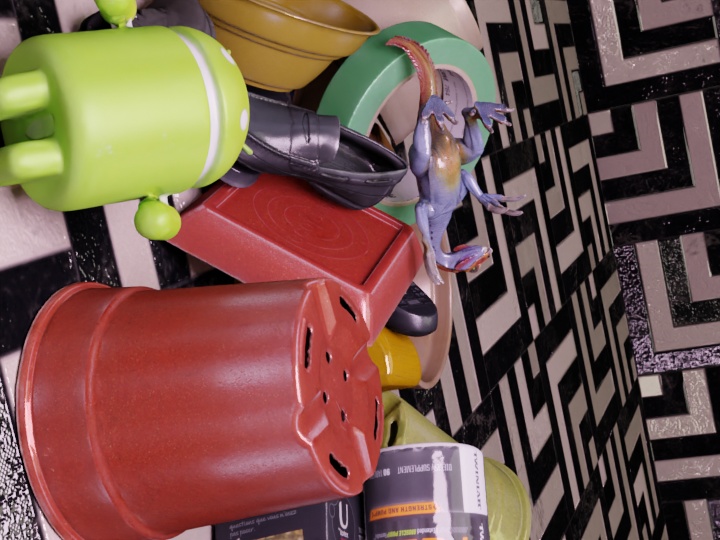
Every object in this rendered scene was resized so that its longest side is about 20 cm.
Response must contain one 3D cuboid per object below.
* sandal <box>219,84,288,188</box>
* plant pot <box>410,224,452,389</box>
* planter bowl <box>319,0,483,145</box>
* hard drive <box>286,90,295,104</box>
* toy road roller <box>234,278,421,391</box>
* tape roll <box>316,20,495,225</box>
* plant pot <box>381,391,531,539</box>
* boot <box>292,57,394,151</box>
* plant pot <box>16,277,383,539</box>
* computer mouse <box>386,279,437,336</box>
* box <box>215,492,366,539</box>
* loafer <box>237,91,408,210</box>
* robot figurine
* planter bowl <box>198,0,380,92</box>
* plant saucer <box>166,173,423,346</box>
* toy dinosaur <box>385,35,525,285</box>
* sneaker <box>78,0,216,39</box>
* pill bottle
[{"bbox_3d":[-0.108,-0.139,1.130,0.076,0.043,0.200,27,31,-11],"label":"sandal"},{"bbox_3d":[0.032,0.029,1.379,0.201,0.092,0.202,-3,90,-71],"label":"plant pot"},{"bbox_3d":[0.042,-0.251,1.308,0.201,0.134,0.200,59,2,-4],"label":"planter bowl"},{"bbox_3d":[-0.055,-0.191,1.359,0.132,0.025,0.201,-44,122,-65],"label":"hard drive"},{"bbox_3d":[-0.027,0.055,1.152,0.123,0.145,0.201,16,66,-68],"label":"toy road roller"},{"bbox_3d":[0.044,-0.138,1.220,0.200,0.048,0.201,-27,135,-30],"label":"tape roll"},{"bbox_3d":[0.036,0.217,1.222,0.184,0.200,0.201,50,35,-35],"label":"plant pot"},{"bbox_3d":[-0.008,-0.141,1.326,0.155,0.073,0.201,-42,133,-61],"label":"boot"},{"bbox_3d":[-0.099,0.093,0.879,0.201,0.195,0.202,-9,90,-69],"label":"plant pot"},{"bbox_3d":[0.000,0.000,1.160,0.058,0.200,0.034,-5,129,-41],"label":"computer mouse"},{"bbox_3d":[-0.050,0.282,1.046,0.122,0.106,0.201,44,40,-60],"label":"box"},{"bbox_3d":[-0.046,-0.111,1.070,0.200,0.070,0.068,22,51,-37],"label":"loafer"},{"bbox_3d":[-0.162,-0.105,0.854,0.200,0.116,0.176,-13,93,-38],"label":"robot figurine"},{"bbox_3d":[-0.089,-0.216,1.137,0.084,0.200,0.200,-68,167,18],"label":"planter bowl"},{"bbox_3d":[-0.047,-0.033,1.099,0.037,0.200,0.200,-65,175,27],"label":"plant saucer"},{"bbox_3d":[0.084,-0.084,1.152,0.182,0.105,0.200,106,-30,-54],"label":"toy dinosaur"},{"bbox_3d":[-0.173,-0.175,0.983,0.091,0.076,0.200,59,27,-33],"label":"sneaker"},{"bbox_3d":[0.058,0.251,1.050,0.106,0.106,0.201,35,48,-62],"label":"pill bottle"}]
